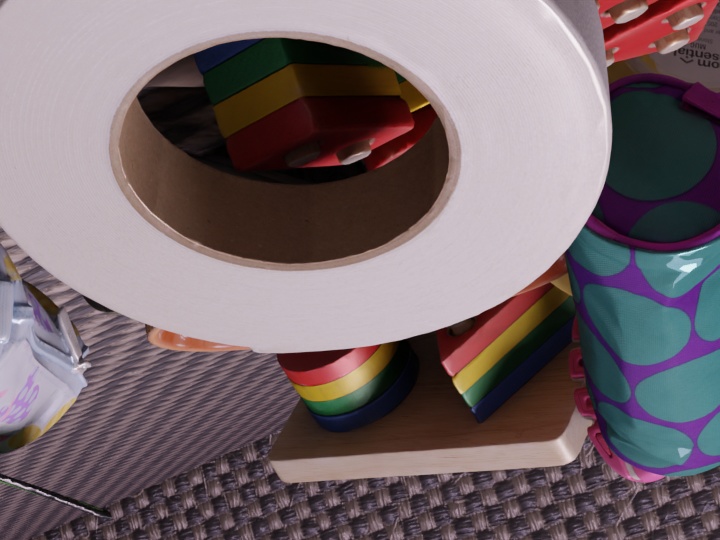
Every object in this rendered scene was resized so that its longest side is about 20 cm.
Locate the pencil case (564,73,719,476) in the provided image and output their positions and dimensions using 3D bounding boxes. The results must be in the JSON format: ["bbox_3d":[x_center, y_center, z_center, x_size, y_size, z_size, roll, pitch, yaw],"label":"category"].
[{"bbox_3d":[0.135,0.007,0.797,0.092,0.085,0.201,-38,148,-14],"label":"pencil case"}]

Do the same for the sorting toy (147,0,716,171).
[{"bbox_3d":[0.043,-0.094,0.667,0.199,0.070,0.198,-26,172,30],"label":"sorting toy"}]

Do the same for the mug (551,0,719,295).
[{"bbox_3d":[0.129,-0.068,0.860,0.186,0.150,0.153,-31,161,-16],"label":"mug"}]

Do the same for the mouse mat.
[{"bbox_3d":[-0.219,0.065,0.780,0.199,0.008,0.160,25,169,-37],"label":"mouse mat"}]

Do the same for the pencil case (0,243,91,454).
[{"bbox_3d":[-0.163,0.028,0.736,0.090,0.084,0.200,18,171,3],"label":"pencil case"}]

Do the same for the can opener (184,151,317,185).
[{"bbox_3d":[-0.070,-0.014,0.746,0.053,0.068,0.199,7,-172,-39],"label":"can opener"}]

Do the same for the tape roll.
[{"bbox_3d":[-0.023,-0.047,0.568,0.201,0.037,0.204,0,141,0],"label":"tape roll"}]

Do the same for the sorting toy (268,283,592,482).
[{"bbox_3d":[0.053,0.020,1.051,0.199,0.070,0.199,-8,-143,36],"label":"sorting toy"}]

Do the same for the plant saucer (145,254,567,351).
[{"bbox_3d":[0.000,0.000,0.834,0.198,0.033,0.200,-10,171,-2],"label":"plant saucer"}]

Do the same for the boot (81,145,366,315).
[{"bbox_3d":[-0.043,-0.021,1.014,0.180,0.073,0.200,-15,171,23],"label":"boot"}]

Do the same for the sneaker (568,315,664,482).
[{"bbox_3d":[0.159,0.012,0.965,0.087,0.202,0.074,14,154,-36],"label":"sneaker"}]
